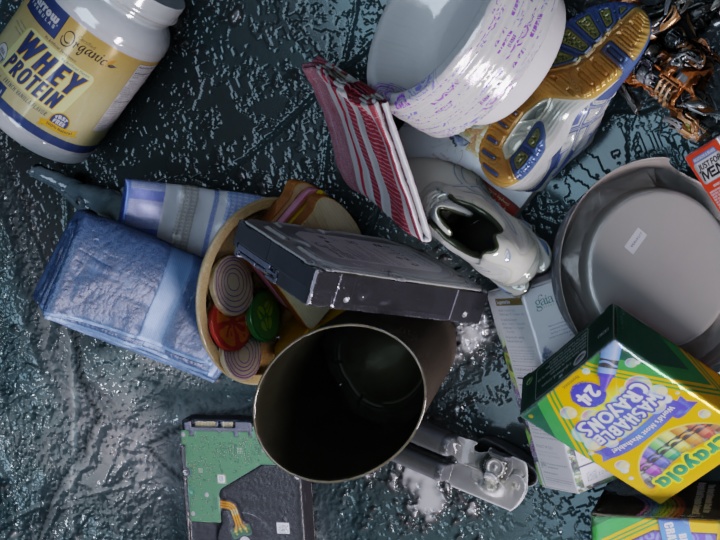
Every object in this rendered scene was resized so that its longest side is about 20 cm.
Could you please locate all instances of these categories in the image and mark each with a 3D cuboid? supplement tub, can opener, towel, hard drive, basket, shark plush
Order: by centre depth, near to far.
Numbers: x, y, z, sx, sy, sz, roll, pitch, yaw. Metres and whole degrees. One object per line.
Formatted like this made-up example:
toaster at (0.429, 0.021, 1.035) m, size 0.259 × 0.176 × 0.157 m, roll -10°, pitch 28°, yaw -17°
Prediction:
hard drive at (0.000, 0.000, 1.241) m, size 0.140 × 0.199 × 0.038 m, roll 32°, pitch 110°, yaw 51°
towel at (0.004, -0.114, 1.262) m, size 0.023 × 0.200 × 0.145 m, roll -25°, pitch 115°, yaw -10°
basket at (0.011, 0.095, 1.292) m, size 0.180 × 0.200 × 0.136 m, roll -34°, pitch 91°, yaw 24°
towel at (-0.206, 0.025, 1.318) m, size 0.199 × 0.049 × 0.112 m, roll 24°, pitch 93°, yaw -24°
towel at (-0.152, -0.009, 1.367) m, size 0.199 × 0.024 × 0.148 m, roll 8°, pitch 102°, yaw -24°
can opener at (0.086, 0.182, 1.371) m, size 0.199 × 0.067 × 0.054 m, roll 20°, pitch 104°, yaw 28°
supplement tub at (-0.283, -0.225, 1.374) m, size 0.144 × 0.144 × 0.200 m, roll 42°, pitch 108°, yaw 8°
shark plush at (-0.257, -0.062, 1.421) m, size 0.200 × 0.083 × 0.091 m, roll 45°, pitch 108°, yaw 7°
hard drive at (-0.119, 0.255, 1.449) m, size 0.139 × 0.038 × 0.202 m, roll -2°, pitch 98°, yaw 18°

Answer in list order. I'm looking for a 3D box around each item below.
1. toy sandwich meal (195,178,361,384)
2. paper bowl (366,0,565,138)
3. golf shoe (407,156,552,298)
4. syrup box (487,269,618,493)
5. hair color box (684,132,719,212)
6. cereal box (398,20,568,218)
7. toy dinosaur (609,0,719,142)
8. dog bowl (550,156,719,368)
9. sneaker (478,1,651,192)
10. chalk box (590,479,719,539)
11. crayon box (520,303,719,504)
toy sandwich meal at (-0.073, 0.018, 1.327) m, size 0.070 × 0.204 × 0.207 m, roll 11°, pitch 103°, yaw 42°
paper bowl at (0.102, -0.210, 1.200) m, size 0.104 × 0.201 × 0.201 m, roll 28°, pitch 110°, yaw -26°
golf shoe at (0.085, -0.057, 1.243) m, size 0.200 × 0.097 × 0.079 m, roll 36°, pitch 95°, yaw 36°
syrup box at (0.194, 0.101, 1.290) m, size 0.078 × 0.081 × 0.201 m, roll -17°, pitch 93°, yaw -19°
hair color box at (0.391, -0.050, 1.200) m, size 0.111 × 0.064 × 0.201 m, roll -31°, pitch 88°, yaw -20°
cereal box at (0.140, -0.154, 1.303) m, size 0.144 × 0.040 × 0.200 m, roll 39°, pitch 107°, yaw 9°
toy dinosaur at (0.278, -0.216, 1.215) m, size 0.135 × 0.102 × 0.201 m, roll -32°, pitch 88°, yaw 18°
dog bowl at (0.263, -0.001, 1.235) m, size 0.199 × 0.059 × 0.202 m, roll 0°, pitch 90°, yaw -14°
sneaker at (0.190, -0.155, 1.226) m, size 0.200 × 0.088 × 0.075 m, roll -47°, pitch 61°, yaw 18°
chalk box at (0.322, 0.271, 1.264) m, size 0.199 × 0.125 × 0.125 m, roll 1°, pitch 98°, yaw 19°
crayon box at (0.257, 0.128, 1.201) m, size 0.199 × 0.052 × 0.126 m, roll 32°, pitch 128°, yaw -17°
